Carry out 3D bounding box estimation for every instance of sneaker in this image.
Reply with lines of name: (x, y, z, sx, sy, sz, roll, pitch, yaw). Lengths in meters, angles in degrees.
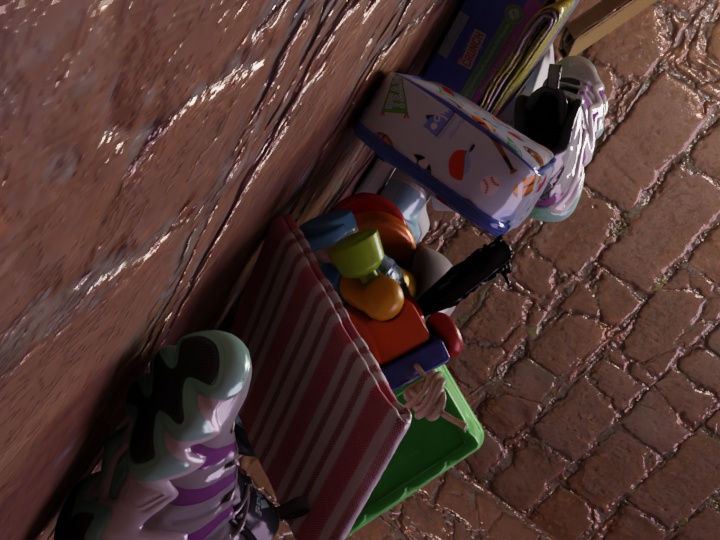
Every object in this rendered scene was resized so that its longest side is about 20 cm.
sneaker: (-0.081, 0.123, 0.543, 0.200, 0.139, 0.078, -50, -144, 29)
sneaker: (0.040, -0.059, 1.146, 0.082, 0.074, 0.200, -54, 167, -14)
sneaker: (0.198, -0.165, 0.903, 0.140, 0.077, 0.202, 61, 38, -56)

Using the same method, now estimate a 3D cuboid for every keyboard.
keyboard: (0.091, 0.016, 0.762, 0.104, 0.040, 0.200, -42, -179, -8)

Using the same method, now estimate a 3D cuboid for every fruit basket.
fruit basket: (0.006, 0.157, 0.912, 0.214, 0.156, 0.216, -31, -179, 0)

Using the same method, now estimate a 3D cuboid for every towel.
towel: (0.164, -0.211, 0.893, 0.144, 0.023, 0.200, -58, 175, 32)
towel: (-0.037, 0.078, 0.618, 0.030, 0.201, 0.147, -1, 131, -34)

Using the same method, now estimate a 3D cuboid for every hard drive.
hard drive: (0.033, -0.129, 1.140, 0.201, 0.026, 0.132, -57, 178, 21)

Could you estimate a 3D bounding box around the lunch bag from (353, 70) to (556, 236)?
lunch bag: (0.079, -0.102, 0.752, 0.076, 0.160, 0.200, -58, 172, 14)

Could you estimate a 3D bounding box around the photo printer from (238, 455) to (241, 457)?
photo printer: (-0.104, 0.114, 1.111, 0.167, 0.069, 0.200, -57, 178, 41)

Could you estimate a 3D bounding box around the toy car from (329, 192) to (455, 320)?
toy car: (0.000, 0.000, 0.958, 0.200, 0.173, 0.152, 119, -31, -69)

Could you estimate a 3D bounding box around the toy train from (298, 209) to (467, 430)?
toy train: (0.015, 0.024, 0.616, 0.084, 0.117, 0.200, -27, -164, -12)

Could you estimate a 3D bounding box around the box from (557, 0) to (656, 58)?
box: (0.308, -0.304, 0.997, 0.199, 0.021, 0.163, -34, 179, 10)

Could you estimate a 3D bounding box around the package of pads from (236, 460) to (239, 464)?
package of pads: (-0.201, 0.253, 0.879, 0.121, 0.075, 0.200, -54, 180, 22)

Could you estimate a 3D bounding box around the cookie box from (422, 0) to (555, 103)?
cookie box: (0.159, -0.281, 0.969, 0.200, 0.075, 0.172, -53, 177, -40)

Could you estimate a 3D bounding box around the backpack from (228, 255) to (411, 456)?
backpack: (-0.046, 0.057, 0.788, 0.163, 0.152, 0.202, -22, 135, -80)

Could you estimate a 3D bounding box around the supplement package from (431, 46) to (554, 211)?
supplement package: (0.158, -0.176, 1.085, 0.201, 0.120, 0.121, -66, 151, -42)
